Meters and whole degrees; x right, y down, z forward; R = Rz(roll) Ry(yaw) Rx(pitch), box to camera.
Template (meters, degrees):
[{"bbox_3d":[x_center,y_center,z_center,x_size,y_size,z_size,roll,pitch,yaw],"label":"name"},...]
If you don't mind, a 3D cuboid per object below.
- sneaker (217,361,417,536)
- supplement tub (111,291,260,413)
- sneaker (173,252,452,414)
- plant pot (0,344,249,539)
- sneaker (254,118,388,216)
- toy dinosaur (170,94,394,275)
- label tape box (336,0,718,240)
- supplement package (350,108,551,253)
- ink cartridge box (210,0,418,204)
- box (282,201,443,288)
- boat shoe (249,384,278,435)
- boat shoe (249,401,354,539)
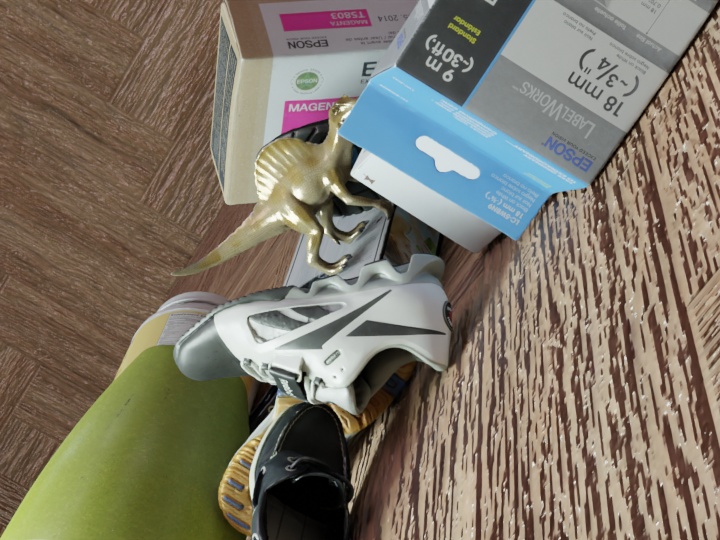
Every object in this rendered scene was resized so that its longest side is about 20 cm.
[{"bbox_3d":[-0.029,0.100,1.120,0.200,0.075,0.088,-49,-5,11],"label":"sneaker"},{"bbox_3d":[-0.181,0.125,1.596,0.146,0.145,0.200,-54,11,29],"label":"supplement tub"},{"bbox_3d":[-0.034,0.057,1.029,0.199,0.074,0.089,-17,69,19],"label":"sneaker"},{"bbox_3d":[-0.158,0.164,1.182,0.187,0.186,0.201,-46,22,54],"label":"plant pot"},{"bbox_3d":[0.017,-0.094,1.200,0.082,0.199,0.074,-103,4,-68],"label":"sneaker"},{"bbox_3d":[-0.043,-0.048,1.147,0.200,0.101,0.058,-45,13,19],"label":"toy dinosaur"},{"bbox_3d":[0.096,-0.121,0.933,0.200,0.144,0.063,-57,12,18],"label":"label tape box"},{"bbox_3d":[0.094,-0.134,1.082,0.114,0.109,0.201,-43,18,58],"label":"supplement package"},{"bbox_3d":[-0.016,-0.141,1.262,0.165,0.199,0.075,100,159,-48],"label":"ink cartridge box"},{"bbox_3d":[0.000,0.000,1.212,0.116,0.060,0.200,-33,21,26],"label":"box"},{"bbox_3d":[-0.045,0.081,1.293,0.202,0.063,0.074,-61,7,-17],"label":"boat shoe"},{"bbox_3d":[-0.036,0.155,0.983,0.066,0.074,0.200,-47,16,43],"label":"boat shoe"}]
